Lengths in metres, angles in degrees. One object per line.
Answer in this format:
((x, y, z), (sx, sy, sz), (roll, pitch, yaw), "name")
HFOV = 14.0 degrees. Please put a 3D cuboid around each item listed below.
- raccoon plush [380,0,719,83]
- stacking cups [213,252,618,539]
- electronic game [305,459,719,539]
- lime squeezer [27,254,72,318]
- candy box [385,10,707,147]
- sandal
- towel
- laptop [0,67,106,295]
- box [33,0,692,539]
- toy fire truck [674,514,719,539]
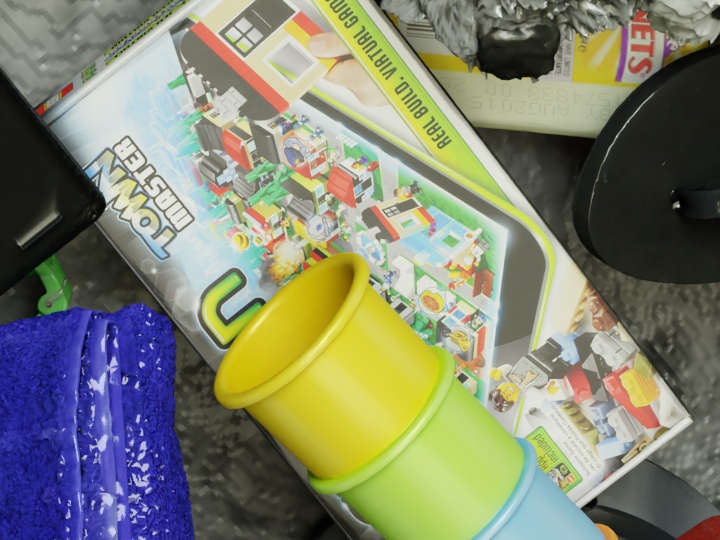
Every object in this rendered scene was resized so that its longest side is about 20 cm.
((0.053, -0.135, 0.862), (0.134, 0.200, 0.097), (-10, 139, -47), "raccoon plush")
((0.042, 0.083, 0.883), (0.060, 0.061, 0.200), (-44, 111, 0), "stacking cups")
((0.053, 0.154, 0.984), (0.199, 0.042, 0.201), (-2, 98, -16), "electronic game")
((-0.121, 0.000, 0.907), (0.070, 0.038, 0.201), (17, 103, 14), "lime squeezer")
((0.062, -0.141, 0.897), (0.102, 0.026, 0.201), (5, 105, 3), "candy box")
((0.161, -0.030, 0.908), (0.199, 0.045, 0.075), (-3, 111, -20), "sandal")
((-0.117, 0.110, 0.829), (0.147, 0.050, 0.201), (-11, 64, 12), "towel")
((-0.214, -0.050, 0.840), (0.187, 0.116, 0.200), (-38, 122, -1), "laptop")
((0.000, 0.000, 0.902), (0.110, 0.035, 0.200), (-38, 104, 2), "box")
((0.199, 0.136, 0.979), (0.168, 0.112, 0.200), (-33, 111, -3), "toy fire truck")
